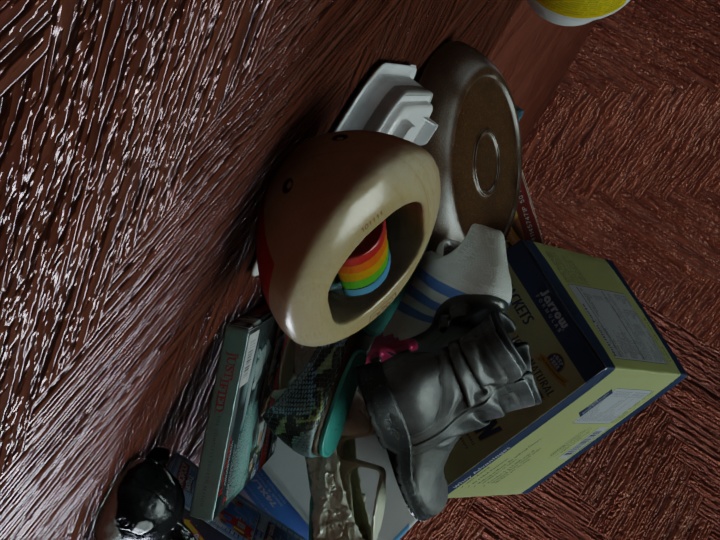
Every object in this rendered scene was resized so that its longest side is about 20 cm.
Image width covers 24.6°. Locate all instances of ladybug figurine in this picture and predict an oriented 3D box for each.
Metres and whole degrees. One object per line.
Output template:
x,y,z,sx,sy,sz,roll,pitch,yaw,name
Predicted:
-0.013,-0.023,1.017,0.136,0.072,0.200,-43,162,-16,ladybug figurine

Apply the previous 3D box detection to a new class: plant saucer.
0.092,-0.089,1.365,0.200,0.032,0.201,-6,97,-63,plant saucer

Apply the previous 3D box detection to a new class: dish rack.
-0.002,-0.064,1.172,0.172,0.044,0.200,-57,175,10,dish rack

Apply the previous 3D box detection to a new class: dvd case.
-0.082,0.094,1.258,0.200,0.022,0.146,-44,146,-78,dvd case

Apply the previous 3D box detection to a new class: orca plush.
-0.155,0.202,1.205,0.105,0.071,0.200,-52,174,-44,orca plush

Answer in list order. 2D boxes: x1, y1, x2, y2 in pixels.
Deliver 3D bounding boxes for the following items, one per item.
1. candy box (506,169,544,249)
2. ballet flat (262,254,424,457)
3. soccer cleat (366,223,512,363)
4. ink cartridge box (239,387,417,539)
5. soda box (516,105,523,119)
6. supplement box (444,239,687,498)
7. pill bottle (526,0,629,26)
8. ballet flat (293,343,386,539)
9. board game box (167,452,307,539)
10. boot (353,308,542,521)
0.099,-0.041,1.554,0.055,0.116,0.200,-17,-179,-20,candy box
-0.017,0.043,1.261,0.074,0.074,0.200,89,27,-82,ballet flat
0.060,0.027,1.315,0.200,0.070,0.087,-35,-135,54,soccer cleat
-0.053,0.209,1.486,0.147,0.146,0.200,-40,180,-40,ink cartridge box
0.109,-0.127,1.729,0.064,0.068,0.200,-56,176,-16,soda box
0.145,0.092,1.458,0.200,0.134,0.200,-40,157,21,supplement box
0.175,-0.257,1.272,0.111,0.111,0.200,-56,175,-9,pill bottle
-0.012,0.148,1.317,0.072,0.072,0.200,-2,86,-84,ballet flat
-0.127,0.257,1.348,0.200,0.200,0.062,-36,-165,21,board game box
0.081,0.117,1.271,0.131,0.070,0.200,-21,145,0,boot
